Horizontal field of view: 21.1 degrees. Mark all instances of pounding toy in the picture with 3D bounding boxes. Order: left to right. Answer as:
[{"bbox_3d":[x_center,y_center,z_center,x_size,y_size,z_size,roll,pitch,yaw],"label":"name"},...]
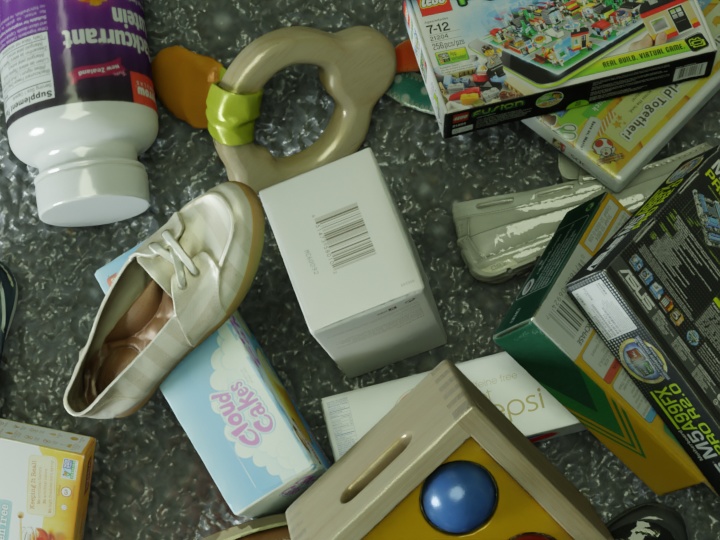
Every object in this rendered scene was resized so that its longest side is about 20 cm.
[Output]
[{"bbox_3d":[0.057,0.207,1.277,0.200,0.142,0.184,-44,106,5],"label":"pounding toy"}]

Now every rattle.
[{"bbox_3d":[-0.036,-0.145,1.453,0.200,0.143,0.131,-32,110,-16],"label":"rattle"}]

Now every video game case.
[{"bbox_3d":[0.180,-0.177,1.405,0.182,0.023,0.200,39,69,17],"label":"video game case"}]

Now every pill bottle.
[{"bbox_3d":[-0.208,-0.139,1.428,0.111,0.111,0.201,-10,79,4],"label":"pill bottle"}]

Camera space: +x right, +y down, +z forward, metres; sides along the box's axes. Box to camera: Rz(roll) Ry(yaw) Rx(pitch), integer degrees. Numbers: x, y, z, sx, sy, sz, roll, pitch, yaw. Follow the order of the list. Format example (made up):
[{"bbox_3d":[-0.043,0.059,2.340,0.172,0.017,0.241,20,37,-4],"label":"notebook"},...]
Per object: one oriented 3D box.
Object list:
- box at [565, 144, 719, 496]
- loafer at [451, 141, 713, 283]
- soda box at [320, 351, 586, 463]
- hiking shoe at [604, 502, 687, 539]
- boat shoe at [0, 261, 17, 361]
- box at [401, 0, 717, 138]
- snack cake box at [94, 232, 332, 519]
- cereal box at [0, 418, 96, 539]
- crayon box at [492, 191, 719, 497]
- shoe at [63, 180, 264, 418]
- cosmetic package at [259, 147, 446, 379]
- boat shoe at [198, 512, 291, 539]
[{"bbox_3d":[0.249,0.040,1.309,0.200,0.044,0.160,52,53,-8],"label":"box"},{"bbox_3d":[0.162,-0.055,1.394,0.199,0.070,0.070,-21,81,0],"label":"loafer"},{"bbox_3d":[0.077,0.099,1.374,0.199,0.068,0.064,-14,79,4],"label":"soda box"},{"bbox_3d":[0.165,0.250,1.312,0.076,0.101,0.200,35,89,-10],"label":"hiking shoe"},{"bbox_3d":[-0.297,0.086,1.420,0.075,0.062,0.201,18,83,1],"label":"boat shoe"},{"bbox_3d":[0.138,-0.168,1.369,0.199,0.035,0.110,-14,64,-7],"label":"box"},{"bbox_3d":[-0.100,0.076,1.374,0.067,0.115,0.200,-32,78,0],"label":"snack cake box"},{"bbox_3d":[-0.296,0.170,1.380,0.199,0.040,0.144,10,108,3],"label":"cereal box"},{"bbox_3d":[0.197,0.061,1.326,0.200,0.052,0.126,43,55,-13],"label":"crayon box"},{"bbox_3d":[-0.132,0.025,1.282,0.070,0.053,0.200,45,113,22],"label":"shoe"},{"bbox_3d":[0.000,0.000,1.334,0.085,0.200,0.108,-22,75,1],"label":"cosmetic package"},{"bbox_3d":[-0.051,0.207,1.365,0.199,0.072,0.068,-20,77,2],"label":"boat shoe"}]
